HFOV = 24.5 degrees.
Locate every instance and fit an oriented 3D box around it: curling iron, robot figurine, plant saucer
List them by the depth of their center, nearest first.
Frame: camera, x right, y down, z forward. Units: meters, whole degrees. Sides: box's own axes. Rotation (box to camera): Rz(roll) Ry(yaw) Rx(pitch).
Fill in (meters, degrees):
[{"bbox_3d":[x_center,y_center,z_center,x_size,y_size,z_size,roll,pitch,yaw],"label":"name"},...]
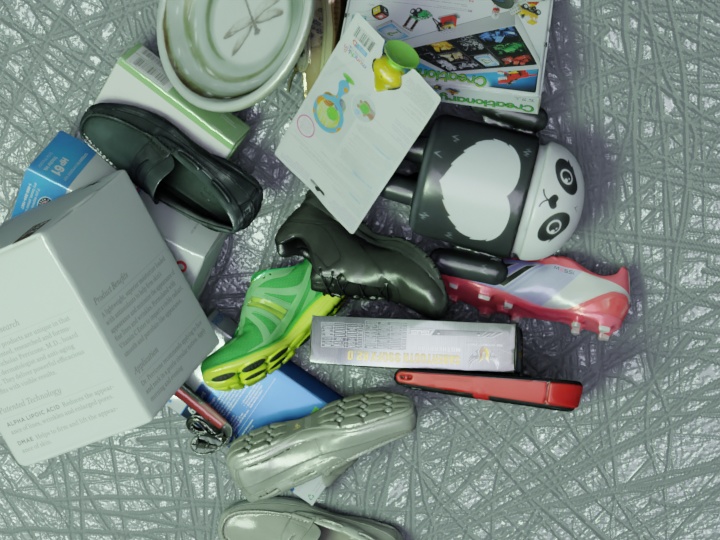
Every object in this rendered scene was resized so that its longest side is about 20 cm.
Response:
[{"bbox_3d":[-0.111,-0.249,1.606,0.199,0.050,0.201,-6,81,36],"label":"plant saucer"},{"bbox_3d":[0.119,-0.081,1.617,0.199,0.125,0.151,15,135,3],"label":"robot figurine"},{"bbox_3d":[-0.206,0.114,1.674,0.050,0.026,0.200,-42,100,16],"label":"curling iron"}]

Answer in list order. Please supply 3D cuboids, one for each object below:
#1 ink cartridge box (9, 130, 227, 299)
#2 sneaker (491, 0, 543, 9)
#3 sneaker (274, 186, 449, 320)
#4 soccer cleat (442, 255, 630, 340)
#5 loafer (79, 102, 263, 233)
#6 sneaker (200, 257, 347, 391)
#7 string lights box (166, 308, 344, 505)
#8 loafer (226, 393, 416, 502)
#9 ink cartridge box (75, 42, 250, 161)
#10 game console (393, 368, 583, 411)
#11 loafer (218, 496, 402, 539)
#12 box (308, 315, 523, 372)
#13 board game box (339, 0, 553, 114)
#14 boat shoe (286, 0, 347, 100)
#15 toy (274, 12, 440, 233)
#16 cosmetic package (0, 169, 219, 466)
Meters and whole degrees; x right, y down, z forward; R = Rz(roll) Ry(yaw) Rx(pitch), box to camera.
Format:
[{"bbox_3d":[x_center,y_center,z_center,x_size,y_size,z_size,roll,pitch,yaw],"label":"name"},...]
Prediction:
[{"bbox_3d":[-0.250,-0.025,1.670,0.199,0.085,0.145,26,125,0],"label":"ink cartridge box"},{"bbox_3d":[0.161,-0.353,1.593,0.087,0.074,0.201,-4,94,-18],"label":"sneaker"},{"bbox_3d":[0.000,0.000,1.635,0.200,0.076,0.091,32,62,27],"label":"sneaker"},{"bbox_3d":[0.173,0.013,1.671,0.199,0.067,0.077,14,71,9],"label":"soccer cleat"},{"bbox_3d":[-0.190,-0.100,1.616,0.200,0.070,0.068,29,125,5],"label":"loafer"},{"bbox_3d":[-0.093,0.048,1.667,0.084,0.074,0.200,43,60,12],"label":"sneaker"},{"bbox_3d":[-0.101,0.141,1.720,0.200,0.059,0.103,35,102,-1],"label":"string lights box"},{"bbox_3d":[-0.034,0.177,1.654,0.199,0.070,0.070,-18,113,12],"label":"loafer"},{"bbox_3d":[-0.221,-0.111,1.692,0.145,0.048,0.200,37,126,-1],"label":"ink cartridge box"},{"bbox_3d":[0.126,0.112,1.620,0.176,0.200,0.031,8,85,6],"label":"game console"},{"bbox_3d":[-0.054,0.283,1.738,0.199,0.070,0.070,6,102,5],"label":"loafer"},{"bbox_3d":[0.059,0.074,1.633,0.199,0.158,0.049,2,87,7],"label":"box"},{"bbox_3d":[0.082,-0.225,1.605,0.199,0.035,0.127,8,64,5],"label":"board game box"},{"bbox_3d":[-0.045,-0.243,1.636,0.062,0.073,0.201,1,90,14],"label":"boat shoe"},{"bbox_3d":[0.005,-0.141,1.571,0.115,0.047,0.200,47,138,12],"label":"toy"},{"bbox_3d":[-0.270,0.043,1.556,0.164,0.165,0.201,-21,104,27],"label":"cosmetic package"}]
